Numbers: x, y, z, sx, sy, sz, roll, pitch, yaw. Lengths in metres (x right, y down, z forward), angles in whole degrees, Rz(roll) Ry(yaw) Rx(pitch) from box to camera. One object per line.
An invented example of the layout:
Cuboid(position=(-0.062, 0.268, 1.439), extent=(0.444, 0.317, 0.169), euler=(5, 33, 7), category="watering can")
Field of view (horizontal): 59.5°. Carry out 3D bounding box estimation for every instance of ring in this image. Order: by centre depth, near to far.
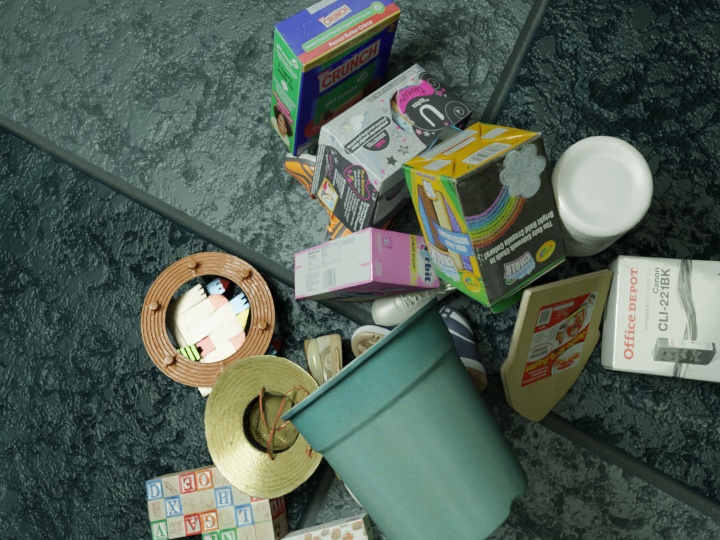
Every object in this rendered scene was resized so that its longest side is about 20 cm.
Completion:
Cuboid(position=(-0.223, 0.067, 0.924), extent=(0.194, 0.019, 0.207), euler=(2, 71, -7), category="ring")

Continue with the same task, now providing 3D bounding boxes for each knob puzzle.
Cuboid(position=(0.241, 0.102, 0.812), extent=(0.030, 0.218, 0.223), euler=(30, 90, 45), category="knob puzzle")

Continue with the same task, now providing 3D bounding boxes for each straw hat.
Cuboid(position=(-0.117, 0.214, 0.896), extent=(0.195, 0.085, 0.208), euler=(-1, 88, 22), category="straw hat")

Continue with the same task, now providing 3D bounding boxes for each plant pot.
Cuboid(position=(0.053, 0.167, 0.630), extent=(0.198, 0.200, 0.198), euler=(-36, 83, 7), category="plant pot")

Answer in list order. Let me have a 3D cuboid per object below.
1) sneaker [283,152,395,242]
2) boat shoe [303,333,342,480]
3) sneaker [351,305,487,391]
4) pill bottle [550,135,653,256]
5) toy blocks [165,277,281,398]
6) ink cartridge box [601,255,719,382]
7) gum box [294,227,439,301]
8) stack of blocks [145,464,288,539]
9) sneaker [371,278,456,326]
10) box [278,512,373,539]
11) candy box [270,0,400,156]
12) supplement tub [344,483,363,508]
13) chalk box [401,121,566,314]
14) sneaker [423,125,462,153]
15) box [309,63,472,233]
Cuboid(position=(-0.047, -0.095, 0.947), extent=(0.196, 0.077, 0.114), euler=(27, 89, 16), category="sneaker")
Cuboid(position=(-0.034, 0.195, 0.910), extent=(0.063, 0.071, 0.206), euler=(-11, 84, -10), category="boat shoe")
Cuboid(position=(0.077, 0.093, 0.854), extent=(0.195, 0.110, 0.071), euler=(20, 130, -17), category="sneaker")
Cuboid(position=(0.282, -0.080, 0.794), extent=(0.111, 0.200, 0.118), euler=(-1, 81, 8), category="pill bottle")
Cuboid(position=(-0.211, 0.092, 0.967), extent=(0.135, 0.100, 0.203), euler=(-32, 76, -4), category="toy blocks")
Cuboid(position=(0.418, 0.064, 0.805), extent=(0.194, 0.084, 0.149), euler=(4, 85, 15), category="ink cartridge box")
Cuboid(position=(0.000, 0.000, 0.857), extent=(0.198, 0.111, 0.068), euler=(-14, 74, 53), category="gum box")
Cuboid(position=(-0.215, 0.353, 0.942), extent=(0.194, 0.058, 0.119), euler=(-14, 80, 12), category="stack of blocks")
Cuboid(position=(0.091, 0.015, 0.879), extent=(0.197, 0.115, 0.075), euler=(-33, 78, 9), category="sneaker")
Cuboid(position=(-0.077, 0.397, 0.911), extent=(0.195, 0.041, 0.040), euler=(-19, 78, 10), category="box")
Cuboid(position=(-0.041, -0.278, 0.879), extent=(0.167, 0.201, 0.077), euler=(-35, 75, -21), category="candy box")
Cuboid(position=(0.059, 0.226, 0.815), extent=(0.141, 0.200, 0.150), euler=(-2, 82, 14), category="supplement tub")
Cuboid(position=(0.151, -0.050, 0.742), extent=(0.123, 0.124, 0.204), euler=(-27, 117, -15), category="chalk box")
Cuboid(position=(0.124, -0.100, 0.849), extent=(0.082, 0.201, 0.073), euler=(-42, 46, -7), category="sneaker")
Cuboid(position=(0.042, -0.163, 0.862), extent=(0.114, 0.133, 0.199), euler=(41, 58, 14), category="box")
